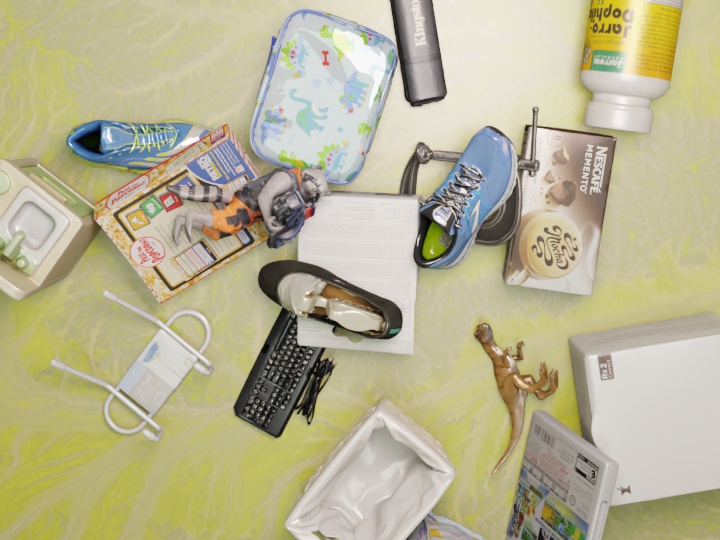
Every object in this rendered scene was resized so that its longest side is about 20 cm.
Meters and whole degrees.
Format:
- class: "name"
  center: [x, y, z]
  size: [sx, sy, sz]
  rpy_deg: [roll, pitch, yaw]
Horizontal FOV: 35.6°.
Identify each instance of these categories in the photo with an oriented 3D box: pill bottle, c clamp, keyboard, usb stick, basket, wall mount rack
- class: "pill bottle"
  center: [0.330, -0.274, 1.376]
  size: [0.112, 0.113, 0.202]
  rpy_deg: [8, 99, 0]
- class: "c clamp"
  center: [0.135, -0.117, 1.411]
  size: [0.198, 0.027, 0.173]
  rpy_deg: [3, 102, 30]
- class: "keyboard"
  center: [-0.086, 0.127, 1.481]
  size: [0.103, 0.040, 0.201]
  rpy_deg: [26, 99, -1]
- class: "usb stick"
  center: [0.069, -0.310, 1.419]
  size: [0.055, 0.033, 0.202]
  rpy_deg: [-9, 97, 4]
- class: "basket"
  center: [0.013, 0.279, 1.457]
  size: [0.135, 0.123, 0.200]
  rpy_deg: [39, 96, -4]
- class: "wall mount rack"
  center: [-0.294, 0.122, 1.468]
  size: [0.173, 0.075, 0.200]
  rpy_deg: [38, 96, -3]

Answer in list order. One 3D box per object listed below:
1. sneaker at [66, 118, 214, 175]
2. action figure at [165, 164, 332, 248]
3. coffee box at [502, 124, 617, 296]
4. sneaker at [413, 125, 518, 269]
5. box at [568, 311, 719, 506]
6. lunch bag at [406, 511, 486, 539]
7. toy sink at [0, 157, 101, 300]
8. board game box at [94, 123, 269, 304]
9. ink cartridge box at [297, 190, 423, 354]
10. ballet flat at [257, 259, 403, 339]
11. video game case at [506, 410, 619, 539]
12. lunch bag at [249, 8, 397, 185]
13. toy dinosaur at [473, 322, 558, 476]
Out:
- class: "sneaker"
  center: [-0.277, -0.153, 1.413]
  size: [0.198, 0.105, 0.077]
  rpy_deg: [-1, 96, 2]
- class: "action figure"
  center: [-0.125, -0.085, 1.336]
  size: [0.192, 0.200, 0.105]
  rpy_deg: [-18, 81, -17]
- class: "coffee box"
  center: [0.250, -0.078, 1.422]
  size: [0.112, 0.080, 0.202]
  rpy_deg: [9, 98, 3]
- class: "sneaker"
  center: [0.123, -0.080, 1.356]
  size: [0.078, 0.089, 0.201]
  rpy_deg: [33, 115, 20]
- class: "box"
  center: [0.382, 0.174, 1.428]
  size: [0.198, 0.131, 0.201]
  rpy_deg: [-9, 98, 3]
- class: "lunch bag"
  center: [0.093, 0.430, 1.438]
  size: [0.126, 0.200, 0.171]
  rpy_deg: [27, 97, -2]
- class: "toy sink"
  center: [-0.410, -0.059, 1.383]
  size: [0.130, 0.200, 0.112]
  rpy_deg: [37, 98, -3]
- class: "board game box"
  center: [-0.213, -0.070, 1.425]
  size: [0.199, 0.046, 0.152]
  rpy_deg: [-30, 120, 5]
- class: "ink cartridge box"
  center: [0.000, 0.000, 1.448]
  size: [0.161, 0.050, 0.202]
  rpy_deg: [4, 104, 12]
- class: "ballet flat"
  center: [-0.042, 0.036, 1.403]
  size: [0.198, 0.068, 0.069]
  rpy_deg: [17, 105, 9]
- class: "video game case"
  center: [0.251, 0.295, 1.417]
  size: [0.022, 0.200, 0.184]
  rpy_deg: [8, 99, -19]
- class: "lunch bag"
  center: [-0.049, -0.220, 1.410]
  size: [0.159, 0.082, 0.202]
  rpy_deg: [18, 98, -2]
- class: "toy dinosaur"
  center: [0.205, 0.159, 1.478]
  size: [0.105, 0.060, 0.202]
  rpy_deg: [-13, 92, 28]
